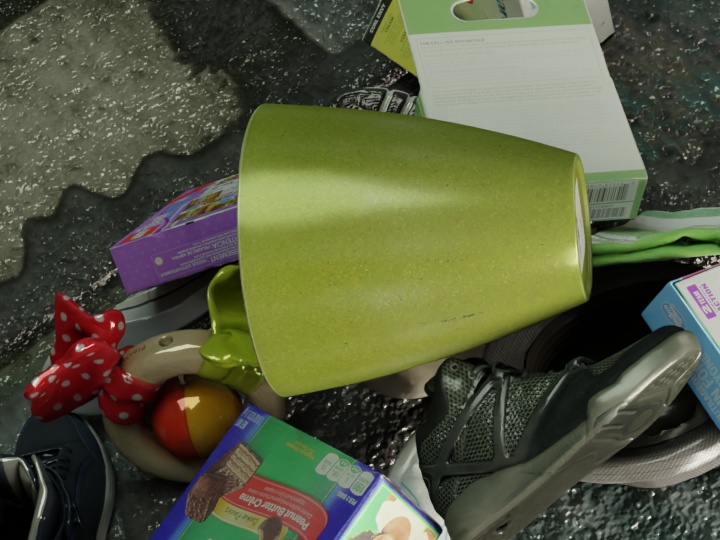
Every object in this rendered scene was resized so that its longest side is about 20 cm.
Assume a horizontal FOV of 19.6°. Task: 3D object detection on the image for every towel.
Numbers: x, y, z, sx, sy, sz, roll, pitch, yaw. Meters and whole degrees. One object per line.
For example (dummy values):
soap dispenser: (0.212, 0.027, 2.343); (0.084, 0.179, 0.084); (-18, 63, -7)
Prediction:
towel: (0.219, -0.027, 1.416); (0.149, 0.200, 0.031); (-8, 92, 30)

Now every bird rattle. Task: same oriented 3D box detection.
bird rattle: (-0.126, 0.088, 1.447); (0.199, 0.164, 0.113); (-19, 35, -1)

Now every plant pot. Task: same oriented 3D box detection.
plant pot: (0.042, -0.019, 1.316); (0.199, 0.187, 0.188); (-3, 51, 12)

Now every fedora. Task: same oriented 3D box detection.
fedora: (0.187, 0.084, 1.399); (0.199, 0.090, 0.177); (-21, 49, 0)

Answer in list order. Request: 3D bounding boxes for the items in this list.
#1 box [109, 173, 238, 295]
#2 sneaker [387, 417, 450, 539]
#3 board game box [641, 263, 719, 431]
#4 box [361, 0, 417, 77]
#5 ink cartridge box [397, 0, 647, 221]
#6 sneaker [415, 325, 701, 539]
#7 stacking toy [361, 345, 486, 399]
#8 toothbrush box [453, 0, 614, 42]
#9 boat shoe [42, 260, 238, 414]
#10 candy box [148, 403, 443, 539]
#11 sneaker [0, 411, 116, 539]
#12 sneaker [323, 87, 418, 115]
box: (-0.090, -0.042, 1.541); (0.136, 0.039, 0.200); (-17, 10, 16)
sneaker: (0.044, 0.184, 1.385); (0.080, 0.071, 0.201); (16, 66, 22)
board game box: (0.297, 0.051, 1.333); (0.199, 0.040, 0.153); (-18, 67, -35)
box: (0.095, -0.152, 1.629); (0.200, 0.075, 0.050); (37, 107, 37)
ink cartridge box: (0.108, -0.121, 1.480); (0.145, 0.048, 0.201); (-5, 50, -11)
sneaker: (0.112, 0.077, 1.300); (0.199, 0.076, 0.114); (-40, 66, 20)
stacking toy: (0.000, 0.000, 1.530); (0.146, 0.146, 0.200); (-41, 33, -17)
toothbrush box: (0.100, -0.261, 1.675); (0.085, 0.147, 0.200); (-39, 52, -15)
boat shoe: (-0.144, 0.038, 1.539); (0.200, 0.071, 0.070); (-31, 20, 4)
candy box: (-0.069, 0.203, 1.335); (0.200, 0.077, 0.169); (-55, 34, -10)
sneaker: (-0.227, 0.145, 1.448); (0.077, 0.146, 0.203); (-16, 47, 6)
sneaker: (0.064, -0.072, 1.548); (0.199, 0.116, 0.076); (20, 85, 2)
